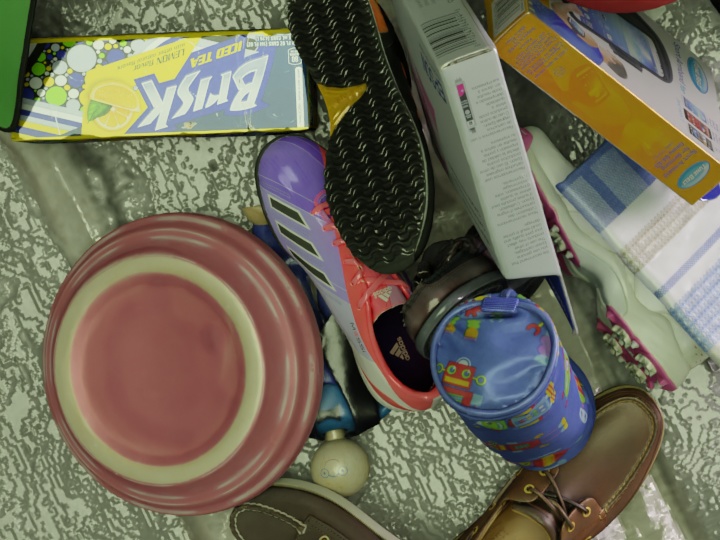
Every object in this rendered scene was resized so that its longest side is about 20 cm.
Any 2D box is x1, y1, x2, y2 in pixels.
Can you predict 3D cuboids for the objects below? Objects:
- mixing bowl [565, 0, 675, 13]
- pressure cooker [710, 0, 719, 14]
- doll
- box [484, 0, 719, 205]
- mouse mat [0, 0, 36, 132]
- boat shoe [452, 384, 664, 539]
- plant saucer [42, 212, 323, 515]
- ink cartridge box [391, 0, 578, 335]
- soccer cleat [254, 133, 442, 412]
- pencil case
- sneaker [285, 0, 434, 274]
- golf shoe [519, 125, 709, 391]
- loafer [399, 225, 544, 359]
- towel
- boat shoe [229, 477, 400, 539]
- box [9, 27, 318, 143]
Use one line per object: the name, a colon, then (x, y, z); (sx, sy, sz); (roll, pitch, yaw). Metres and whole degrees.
mixing bowl: (0.161, -0.227, 1.526); (0.200, 0.200, 0.108); (-39, 129, 5)
pressure cooker: (0.299, -0.226, 1.618); (0.178, 0.200, 0.177); (-18, 77, -23)
doll: (-0.030, 0.051, 1.719); (0.136, 0.048, 0.201); (-12, 89, 5)
box: (0.161, -0.126, 1.610); (0.200, 0.119, 0.041); (33, 121, -23)
mouse mat: (-0.265, -0.195, 1.637); (0.161, 0.200, 0.008); (38, 50, 17)
boat shoe: (0.126, 0.159, 1.704); (0.072, 0.068, 0.200); (44, 94, 1)
plant saucer: (-0.124, 0.063, 1.700); (0.200, 0.051, 0.202); (1, 93, 20)
ink cartridge box: (0.070, -0.079, 1.601); (0.043, 0.197, 0.201); (-18, 116, -3)
soccer cleat: (0.000, 0.000, 1.661); (0.068, 0.073, 0.201); (-30, 96, -14)
pencil case: (0.097, 0.068, 1.603); (0.078, 0.200, 0.087); (1, 77, 13)
sneaker: (0.014, -0.093, 1.657); (0.070, 0.090, 0.201); (-19, 77, 20)
golf shoe: (0.171, -0.020, 1.699); (0.091, 0.075, 0.200); (-36, 95, -8)
loafer: (0.060, 0.008, 1.642); (0.063, 0.200, 0.072); (42, 109, 12)
towel: (0.228, -0.016, 1.670); (0.200, 0.024, 0.147); (47, 50, 0)
boat shoe: (-0.011, 0.198, 1.683); (0.199, 0.059, 0.072); (26, 133, 26)
box: (-0.129, -0.122, 1.710); (0.199, 0.064, 0.070); (-2, 92, 4)
